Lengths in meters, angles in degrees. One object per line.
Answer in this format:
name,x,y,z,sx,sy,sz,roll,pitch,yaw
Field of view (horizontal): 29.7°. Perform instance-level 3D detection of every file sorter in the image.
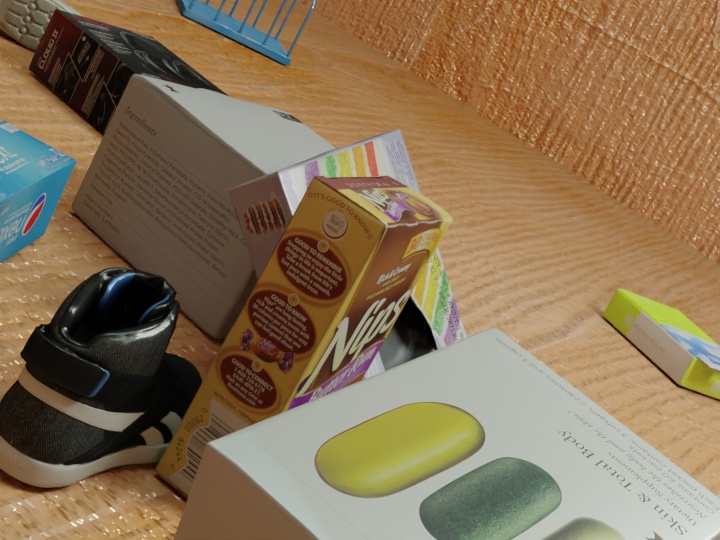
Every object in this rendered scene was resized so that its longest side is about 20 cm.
file sorter,-0.192,-0.456,2.285,0.199,0.123,0.139,23,15,-21

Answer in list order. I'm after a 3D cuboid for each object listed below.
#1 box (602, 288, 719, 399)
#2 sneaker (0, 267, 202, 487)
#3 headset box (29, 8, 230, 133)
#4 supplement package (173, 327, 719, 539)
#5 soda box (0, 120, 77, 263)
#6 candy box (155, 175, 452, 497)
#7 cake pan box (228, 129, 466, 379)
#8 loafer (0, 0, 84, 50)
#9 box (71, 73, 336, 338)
box,0.410,0.101,1.724,0.121,0.048,0.200,19,19,-33
sneaker,-0.123,0.050,0.774,0.073,0.112,0.200,33,15,12
headset box,-0.239,-0.194,1.432,0.200,0.078,0.148,40,18,31
supplement package,0.032,0.146,0.586,0.151,0.152,0.199,37,32,27
soda box,-0.260,-0.045,0.917,0.064,0.068,0.200,28,15,-1
candy box,-0.031,0.042,0.799,0.056,0.201,0.116,33,16,17
cake pan box,0.000,0.012,0.979,0.184,0.052,0.202,-24,98,-56
loafer,-0.392,-0.301,1.507,0.199,0.070,0.070,24,24,-18
box,-0.090,-0.047,1.120,0.200,0.131,0.198,38,18,31
